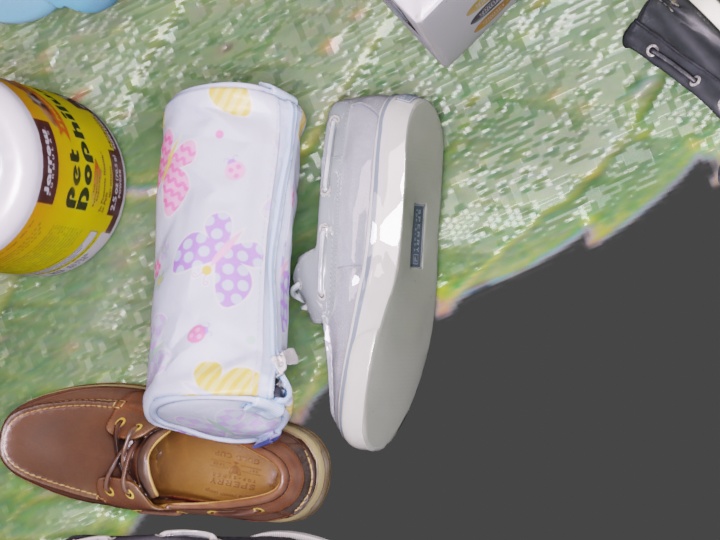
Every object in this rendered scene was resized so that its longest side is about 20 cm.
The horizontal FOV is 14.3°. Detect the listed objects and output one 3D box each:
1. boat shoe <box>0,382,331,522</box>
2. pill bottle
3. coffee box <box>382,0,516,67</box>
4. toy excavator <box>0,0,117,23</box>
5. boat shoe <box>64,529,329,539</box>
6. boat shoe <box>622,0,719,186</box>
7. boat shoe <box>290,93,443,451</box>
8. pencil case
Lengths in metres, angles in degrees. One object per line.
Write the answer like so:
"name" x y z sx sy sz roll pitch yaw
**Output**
"boat shoe" -0.119 0.104 1.652 0.199 0.068 0.073 7 89 16
"pill bottle" -0.212 -0.055 1.615 0.108 0.200 0.110 -1 88 15
"coffee box" 0.043 -0.258 1.541 0.200 0.198 0.200 -43 83 2
"toy excavator" -0.235 -0.195 1.677 0.194 0.100 0.200 32 131 -16
"boat shoe" -0.092 0.181 1.644 0.199 0.060 0.074 6 88 15
"boat shoe" 0.214 -0.075 1.566 0.066 0.074 0.200 -41 78 12
"boat shoe" 0.000 -0.001 1.631 0.071 0.070 0.202 5 87 29
"pencil case" -0.074 -0.005 1.607 0.091 0.083 0.201 -28 53 50
